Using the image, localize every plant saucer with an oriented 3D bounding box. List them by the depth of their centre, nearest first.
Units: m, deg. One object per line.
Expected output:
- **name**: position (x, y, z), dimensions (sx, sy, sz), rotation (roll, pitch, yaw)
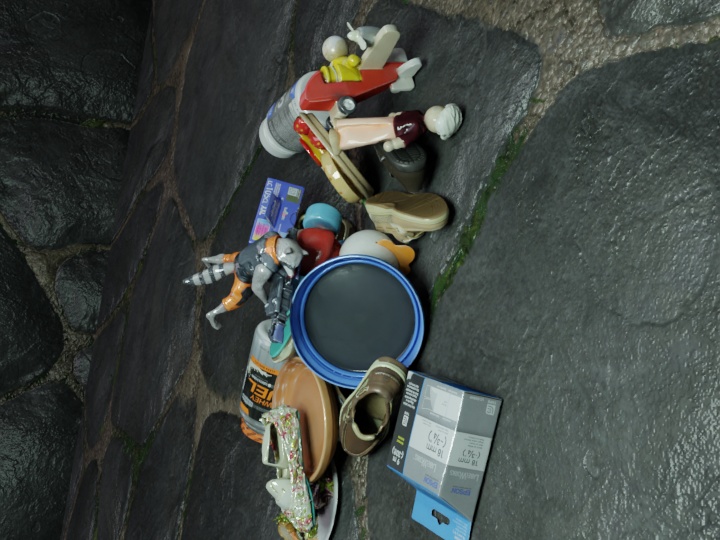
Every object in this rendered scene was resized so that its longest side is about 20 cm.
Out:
- **plant saucer**: position (-0.086, 0.237, 1.467), dimensions (0.200, 0.037, 0.201), rotation (1, 91, 61)

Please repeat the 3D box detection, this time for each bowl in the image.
- **bowl**: position (-0.004, 0.074, 1.359), dimensions (0.039, 0.200, 0.201), rotation (-47, -22, -76)

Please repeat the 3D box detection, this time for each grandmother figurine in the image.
- **grandmother figurine**: position (0.055, -0.216, 1.400), dimensions (0.121, 0.200, 0.061), rotation (-84, -19, -46)

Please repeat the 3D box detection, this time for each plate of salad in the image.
- **plate of salad**: position (-0.094, 0.381, 1.529), dimensions (0.200, 0.048, 0.201), rotation (-38, 45, 51)

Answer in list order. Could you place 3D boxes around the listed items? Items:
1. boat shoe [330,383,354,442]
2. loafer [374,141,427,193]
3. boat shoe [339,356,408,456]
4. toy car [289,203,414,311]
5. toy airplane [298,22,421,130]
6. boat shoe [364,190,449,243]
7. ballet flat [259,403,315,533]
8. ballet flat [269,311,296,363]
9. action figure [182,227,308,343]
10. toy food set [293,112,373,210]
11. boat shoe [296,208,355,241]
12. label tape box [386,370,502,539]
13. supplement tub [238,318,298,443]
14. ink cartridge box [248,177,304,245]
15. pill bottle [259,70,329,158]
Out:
- **boat shoe**: position (-0.025, 0.172, 1.482), dimensions (0.072, 0.072, 0.200), rotation (-46, 49, 37)
- **loafer**: position (0.059, -0.180, 1.467), dimensions (0.200, 0.073, 0.071), rotation (-104, 7, -60)
- **boat shoe**: position (0.006, 0.211, 1.322), dimensions (0.075, 0.075, 0.203), rotation (-62, -8, -48)
- **toy car**: position (0.000, 0.000, 1.452), dimensions (0.200, 0.177, 0.185), rotation (-6, 47, 30)
- **toy airplane**: position (-0.003, -0.330, 1.517), dimensions (0.200, 0.199, 0.141), rotation (-36, 84, 17)
- **boat shoe**: position (0.077, -0.079, 1.410), dimensions (0.200, 0.071, 0.065), rotation (22, 133, 63)
- **ballet flat**: position (-0.119, 0.306, 1.424), dimensions (0.076, 0.064, 0.200), rotation (-39, 57, 54)
- **ballet flat**: position (-0.104, 0.093, 1.528), dimensions (0.067, 0.062, 0.200), rotation (-41, 23, 25)
- **action figure**: position (-0.160, 0.016, 1.359), dimensions (0.193, 0.105, 0.200), rotation (-28, 45, 28)
- **toy food set**: position (-0.045, -0.183, 1.565), dimensions (0.049, 0.198, 0.200), rotation (-39, 74, 4)
- **boat shoe**: position (-0.081, -0.086, 1.692), dimensions (0.202, 0.075, 0.075), rotation (21, 96, 63)
- **label tape box**: position (0.099, 0.244, 1.205), dimensions (0.144, 0.063, 0.200), rotation (10, 87, 64)
- **supplement tub**: position (-0.142, 0.194, 1.612), dimensions (0.123, 0.122, 0.200), rotation (-129, 48, -57)
- **ink cartridge box**: position (-0.158, -0.077, 1.702), dimensions (0.200, 0.076, 0.137), rotation (118, 166, -67)
- **pill bottle**: position (-0.117, -0.300, 1.819), dimensions (0.200, 0.114, 0.114), rotation (-28, 54, 55)
